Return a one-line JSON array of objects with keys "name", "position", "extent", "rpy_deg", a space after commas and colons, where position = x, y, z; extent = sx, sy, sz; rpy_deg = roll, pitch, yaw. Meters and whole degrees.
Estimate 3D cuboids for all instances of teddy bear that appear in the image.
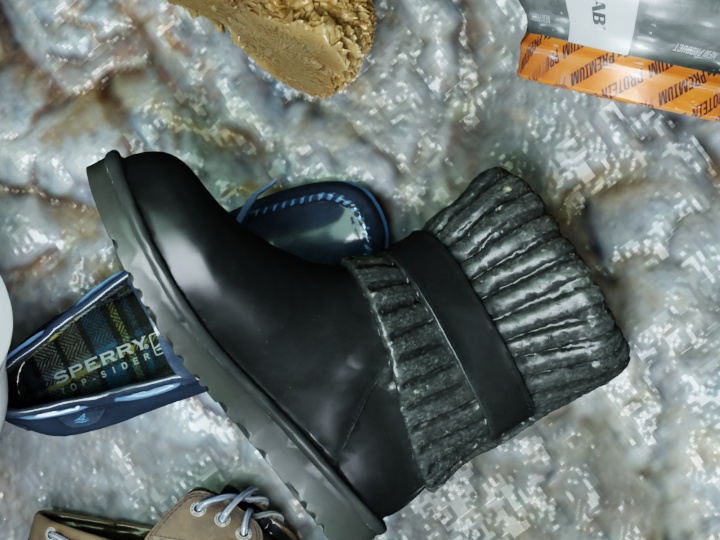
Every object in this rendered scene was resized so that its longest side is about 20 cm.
[{"name": "teddy bear", "position": [-0.075, -0.155, 1.017], "extent": [0.199, 0.145, 0.067], "rpy_deg": [27, 71, 13]}]

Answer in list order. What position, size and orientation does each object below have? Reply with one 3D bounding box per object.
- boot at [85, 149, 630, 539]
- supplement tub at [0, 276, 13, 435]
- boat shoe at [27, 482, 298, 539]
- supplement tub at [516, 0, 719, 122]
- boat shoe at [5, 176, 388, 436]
[{"name": "boot", "position": [0.000, 0.000, 0.989], "extent": [0.158, 0.079, 0.211], "rpy_deg": [-37, 110, 1]}, {"name": "supplement tub", "position": [-0.237, 0.075, 1.037], "extent": [0.144, 0.144, 0.200], "rpy_deg": [41, 132, 12]}, {"name": "boat shoe", "position": [-0.066, 0.133, 1.057], "extent": [0.199, 0.072, 0.073], "rpy_deg": [-4, 89, 18]}, {"name": "supplement tub", "position": [0.130, -0.166, 0.956], "extent": [0.122, 0.122, 0.201], "rpy_deg": [14, 95, 17]}, {"name": "boat shoe", "position": [-0.077, 0.027, 1.058], "extent": [0.200, 0.069, 0.084], "rpy_deg": [-34, 82, 16]}]
